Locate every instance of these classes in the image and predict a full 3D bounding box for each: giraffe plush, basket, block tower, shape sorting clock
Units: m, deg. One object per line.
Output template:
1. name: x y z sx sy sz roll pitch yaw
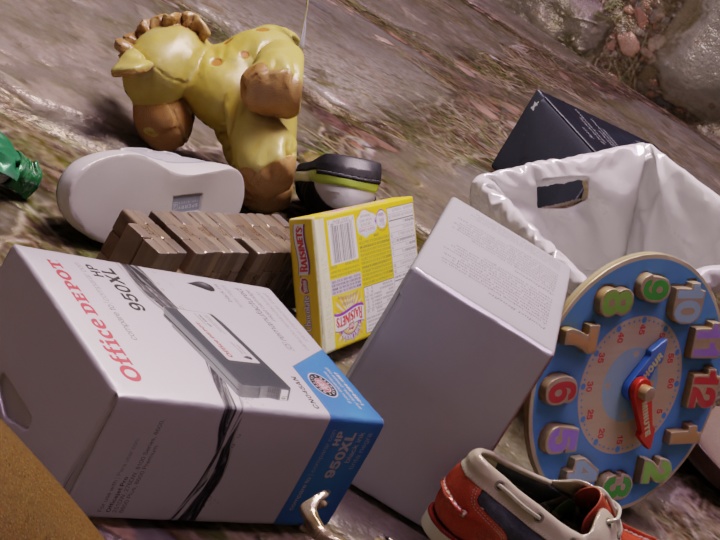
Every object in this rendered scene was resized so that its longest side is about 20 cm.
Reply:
1. giraffe plush: -0.132 -0.155 1.373 0.161 0.201 0.173 5 -11 -3
2. basket: 0.209 0.015 1.341 0.197 0.162 0.200 -13 40 -27
3. block tower: -0.108 -0.007 1.160 0.054 0.058 0.200 41 20 26
4. shape sorting clock: 0.199 0.085 1.180 0.199 0.201 0.039 13 6 -42

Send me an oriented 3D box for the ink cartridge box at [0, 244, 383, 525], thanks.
1. ink cartridge box: -0.108 0.069 0.922 0.199 0.085 0.145 11 27 -45

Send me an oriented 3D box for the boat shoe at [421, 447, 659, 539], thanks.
1. boat shoe: 0.131 0.163 1.017 0.199 0.063 0.071 21 19 -30

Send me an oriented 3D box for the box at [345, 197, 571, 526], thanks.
1. box: 0.058 0.059 1.096 0.106 0.153 0.200 31 19 1

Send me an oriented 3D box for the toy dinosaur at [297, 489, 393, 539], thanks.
1. toy dinosaur: -0.006 0.173 0.856 0.101 0.058 0.200 42 21 26

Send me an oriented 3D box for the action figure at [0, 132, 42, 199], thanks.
1. action figure: -0.304 -0.098 1.098 0.199 0.055 0.118 26 16 -36

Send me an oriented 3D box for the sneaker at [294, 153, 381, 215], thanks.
1. sneaker: -0.026 -0.051 1.393 0.071 0.083 0.200 9 -4 -3

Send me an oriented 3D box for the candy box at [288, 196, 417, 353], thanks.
1. candy box: 0.000 0.000 1.252 0.026 0.103 0.200 0 6 23

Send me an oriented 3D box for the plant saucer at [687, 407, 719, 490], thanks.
1. plant saucer: 0.334 0.143 1.431 0.199 0.032 0.201 28 34 -21

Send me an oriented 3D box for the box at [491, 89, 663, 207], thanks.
1. box: 0.291 -0.094 1.895 0.199 0.118 0.197 22 21 -28

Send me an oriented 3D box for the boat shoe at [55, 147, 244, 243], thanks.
1. boat shoe: -0.169 -0.063 1.206 0.068 0.072 0.200 16 17 30

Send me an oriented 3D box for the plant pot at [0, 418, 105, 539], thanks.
1. plant pot: -0.197 0.100 0.602 0.200 0.187 0.187 34 14 -32
